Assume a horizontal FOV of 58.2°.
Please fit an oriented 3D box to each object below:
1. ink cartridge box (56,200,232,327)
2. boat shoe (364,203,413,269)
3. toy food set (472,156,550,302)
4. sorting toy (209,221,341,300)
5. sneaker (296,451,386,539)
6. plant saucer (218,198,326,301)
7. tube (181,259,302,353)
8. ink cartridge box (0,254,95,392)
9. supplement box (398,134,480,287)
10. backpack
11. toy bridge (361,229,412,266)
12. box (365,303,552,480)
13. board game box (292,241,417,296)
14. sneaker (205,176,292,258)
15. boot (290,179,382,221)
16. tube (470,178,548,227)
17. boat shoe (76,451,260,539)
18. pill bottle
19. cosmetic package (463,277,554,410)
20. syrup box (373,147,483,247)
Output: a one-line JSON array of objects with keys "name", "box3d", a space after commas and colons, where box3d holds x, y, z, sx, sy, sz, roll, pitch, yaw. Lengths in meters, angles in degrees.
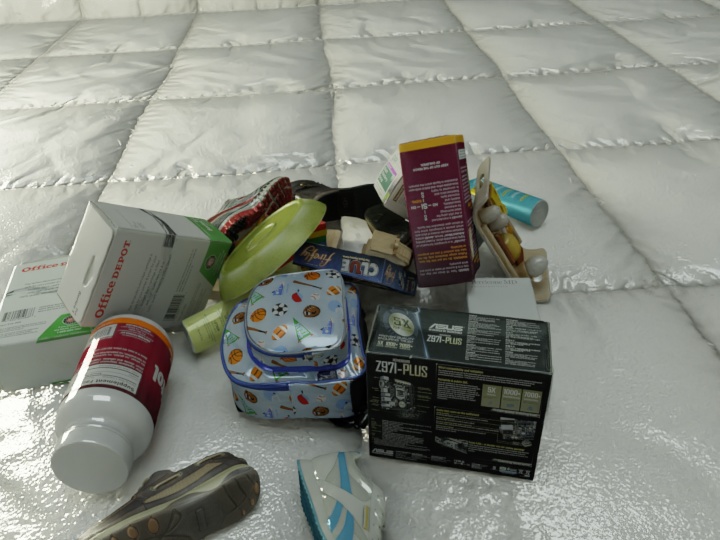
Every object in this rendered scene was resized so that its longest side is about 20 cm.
[{"name": "ink cartridge box", "box3d": [-0.298, -0.004, 0.903, 0.084, 0.149, 0.198, 36, 16, 32]}, {"name": "boat shoe", "box3d": [0.050, -0.059, 1.104, 0.074, 0.076, 0.201, -12, 24, 2]}, {"name": "toy food set", "box3d": [0.240, -0.066, 1.013, 0.059, 0.202, 0.145, -24, 25, 27]}, {"name": "sorting toy", "box3d": [-0.143, -0.035, 1.083, 0.193, 0.071, 0.202, 3, 35, 8]}, {"name": "sneaker", "box3d": [-0.006, 0.262, 0.648, 0.079, 0.078, 0.201, -11, 38, -16]}, {"name": "plant saucer", "box3d": [-0.133, -0.039, 0.920, 0.198, 0.031, 0.201, -37, 18, 14]}, {"name": "tube", "box3d": [-0.165, 0.055, 0.956, 0.196, 0.059, 0.052, -25, 48, -22]}, {"name": "ink cartridge box", "box3d": [-0.440, 0.067, 0.945, 0.142, 0.085, 0.202, -9, 36, -9]}, {"name": "supplement box", "box3d": [0.118, -0.089, 0.941, 0.083, 0.206, 0.110, -6, 9, 17]}, {"name": "backpack", "box3d": [-0.084, 0.099, 0.829, 0.185, 0.157, 0.202, -12, 37, 5]}, {"name": "toy bridge", "box3d": [0.039, -0.026, 0.918, 0.065, 0.028, 0.200, 15, -4, -4]}, {"name": "box", "box3d": [0.108, 0.138, 0.738, 0.194, 0.167, 0.087, 5, 35, 12]}, {"name": "board game box", "box3d": [0.000, 0.000, 0.951, 0.132, 0.036, 0.199, 12, -3, 20]}, {"name": "sneaker", "box3d": [-0.181, -0.100, 1.048, 0.081, 0.080, 0.200, 18, 40, 28]}, {"name": "boot", "box3d": [-0.052, -0.145, 1.237, 0.195, 0.071, 0.173, -5, 19, -30]}, {"name": "tube", "box3d": [0.266, -0.138, 1.231, 0.076, 0.052, 0.199, -17, 31, -32]}, {"name": "boat shoe", "box3d": [-0.203, 0.256, 0.684, 0.196, 0.077, 0.073, -15, 26, -33]}, {"name": "pill bottle", "box3d": [-0.298, 0.157, 0.782, 0.109, 0.115, 0.202, -3, 35, -1]}, {"name": "cosmetic package", "box3d": [0.194, 0.094, 0.876, 0.099, 0.076, 0.202, -1, 36, 4]}, {"name": "syrup box", "box3d": [0.125, -0.112, 1.075, 0.197, 0.082, 0.079, 26, 21, -26]}]
